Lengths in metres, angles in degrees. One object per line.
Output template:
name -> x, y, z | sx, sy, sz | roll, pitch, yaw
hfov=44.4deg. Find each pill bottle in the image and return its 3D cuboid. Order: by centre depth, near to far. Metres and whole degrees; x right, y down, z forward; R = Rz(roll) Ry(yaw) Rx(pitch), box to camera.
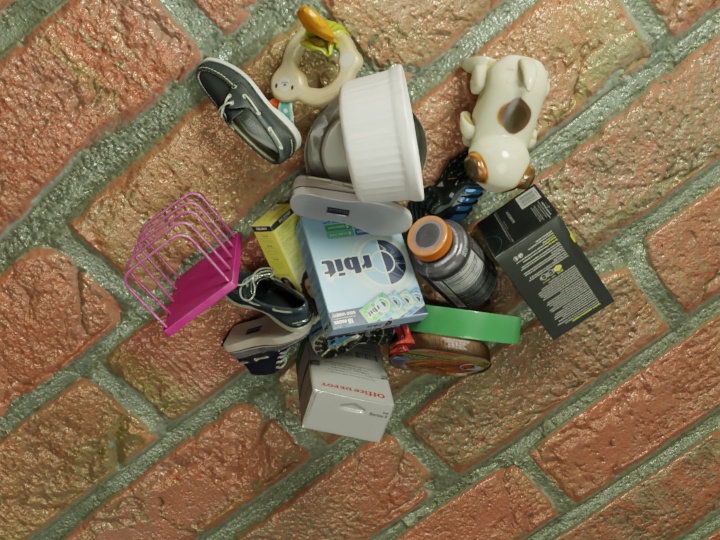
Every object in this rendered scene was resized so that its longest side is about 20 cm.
pill bottle -> 0.149, -0.017, 1.469 | 0.106, 0.106, 0.200 | -35, 144, 10

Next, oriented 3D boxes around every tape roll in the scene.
tape roll -> 0.175, 0.091, 1.516 | 0.199, 0.200, 0.048 | 9, 87, -11

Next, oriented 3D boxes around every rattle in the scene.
rattle -> -0.103, -0.290, 1.325 | 0.200, 0.143, 0.130 | -33, 95, 18

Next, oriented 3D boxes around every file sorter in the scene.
file sorter -> -0.284, -0.020, 1.406 | 0.139, 0.200, 0.126 | -35, 112, 10

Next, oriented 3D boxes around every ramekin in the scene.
ramekin -> 0.031, -0.195, 1.302 | 0.097, 0.201, 0.201 | -9, 117, 6

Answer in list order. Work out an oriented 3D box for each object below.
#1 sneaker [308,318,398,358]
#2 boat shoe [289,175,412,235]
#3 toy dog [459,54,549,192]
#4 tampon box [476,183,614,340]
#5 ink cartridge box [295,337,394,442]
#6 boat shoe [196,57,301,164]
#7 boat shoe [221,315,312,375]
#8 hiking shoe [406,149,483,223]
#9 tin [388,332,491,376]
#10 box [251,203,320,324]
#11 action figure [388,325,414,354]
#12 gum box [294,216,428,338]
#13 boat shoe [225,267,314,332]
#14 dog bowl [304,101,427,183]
sneaker -> -0.005, 0.084, 1.557 | 0.199, 0.090, 0.079 | -11, 130, -26
boat shoe -> -0.012, -0.112, 1.403 | 0.199, 0.066, 0.074 | 15, 138, -12
toy dog -> 0.229, -0.220, 1.365 | 0.139, 0.194, 0.201 | 9, 92, -21
tampon box -> 0.315, -0.015, 1.511 | 0.126, 0.150, 0.200 | -34, 115, 10
ink cartridge box -> -0.032, 0.198, 1.540 | 0.145, 0.200, 0.084 | 13, 114, -13
boat shoe -> -0.180, -0.245, 1.355 | 0.200, 0.060, 0.076 | 38, 137, -1
boat shoe -> -0.143, 0.128, 1.536 | 0.199, 0.075, 0.093 | -12, 129, 38
hiking shoe -> 0.171, -0.135, 1.491 | 0.200, 0.075, 0.087 | -35, 141, 7
tin -> 0.144, 0.153, 1.591 | 0.199, 0.042, 0.112 | 12, 156, -25
box -> -0.110, -0.010, 1.497 | 0.050, 0.075, 0.201 | 0, 125, 40
action figure -> 0.023, 0.040, 1.491 | 0.098, 0.201, 0.065 | -2, 156, -18
gum box -> 0.000, 0.000, 1.438 | 0.169, 0.201, 0.045 | -7, 158, -24
boat shoe -> -0.163, 0.037, 1.467 | 0.075, 0.200, 0.062 | -41, 146, -29
dog bowl -> 0.006, -0.199, 1.434 | 0.199, 0.059, 0.201 | -3, 117, -6
